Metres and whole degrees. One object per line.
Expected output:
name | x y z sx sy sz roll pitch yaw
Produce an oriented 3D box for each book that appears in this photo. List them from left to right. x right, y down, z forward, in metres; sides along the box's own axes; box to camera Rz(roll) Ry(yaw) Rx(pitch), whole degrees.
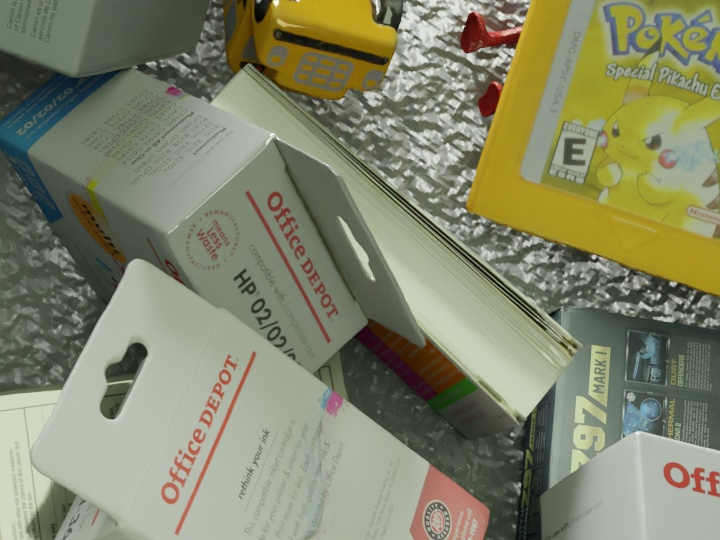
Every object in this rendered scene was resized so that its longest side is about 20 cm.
book | 0.000 0.000 0.836 0.200 0.134 0.048 42 73 0

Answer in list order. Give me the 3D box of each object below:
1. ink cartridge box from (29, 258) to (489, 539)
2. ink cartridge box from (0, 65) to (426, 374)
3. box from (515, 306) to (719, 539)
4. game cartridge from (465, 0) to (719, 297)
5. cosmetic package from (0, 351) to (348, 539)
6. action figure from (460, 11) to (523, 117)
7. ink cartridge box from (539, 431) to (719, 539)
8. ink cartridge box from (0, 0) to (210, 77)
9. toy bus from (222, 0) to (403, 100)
ink cartridge box | -0.050 0.101 0.719 0.200 0.067 0.117 39 47 -18
ink cartridge box | -0.072 -0.015 0.779 0.068 0.200 0.115 -43 131 -18
box | 0.161 0.128 0.877 0.157 0.051 0.201 8 75 -10
game cartridge | 0.163 -0.098 0.863 0.176 0.032 0.201 19 98 16
cosmetic package | -0.103 0.104 0.821 0.199 0.073 0.104 -6 77 -12
action figure | 0.158 -0.130 0.944 0.199 0.052 0.066 -13 74 -16
ink cartridge box | 0.162 0.185 0.751 0.144 0.084 0.201 15 56 -21
ink cartridge box | -0.170 -0.194 0.796 0.199 0.145 0.146 22 108 11
toy bus | -0.030 -0.156 0.848 0.065 0.078 0.201 12 44 -20
